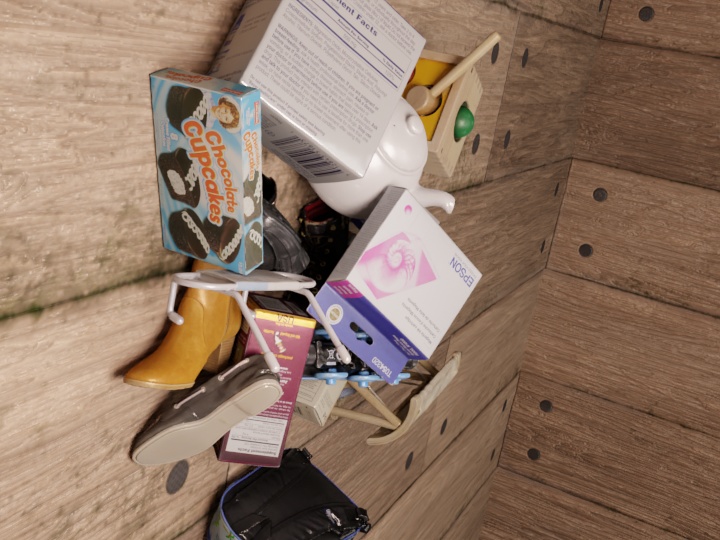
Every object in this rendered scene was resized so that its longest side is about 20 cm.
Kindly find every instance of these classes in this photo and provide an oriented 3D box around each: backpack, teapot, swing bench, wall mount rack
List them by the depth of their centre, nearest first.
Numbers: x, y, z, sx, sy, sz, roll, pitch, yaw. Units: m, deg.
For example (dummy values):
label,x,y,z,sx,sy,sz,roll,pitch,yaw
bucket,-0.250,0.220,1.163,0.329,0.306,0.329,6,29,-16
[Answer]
label,x,y,z,sx,sy,sz,roll,pitch,yaw
wall mount rack,-0.107,0.046,0.916,0.200,0.173,0.075,-1,104,-53
teapot,0.020,-0.176,1.138,0.200,0.146,0.198,17,61,-42
backpack,-0.123,0.388,1.246,0.200,0.183,0.147,-19,144,-52
swing bench,0.037,0.185,1.423,0.199,0.200,0.130,-31,143,-58

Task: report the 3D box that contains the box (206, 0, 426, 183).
label,x,y,z,sx,sy,sz,roll,pitch,yaw
box,-0.052,-0.233,0.962,0.184,0.105,0.201,35,71,-32

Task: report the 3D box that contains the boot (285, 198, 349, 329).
label,x,y,z,sx,sy,sz,roll,pitch,yaw
boot,-0.067,-0.009,1.230,0.200,0.073,0.151,-44,143,-48

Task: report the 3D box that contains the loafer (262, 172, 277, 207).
label,x,y,z,sx,sy,sz,roll,pitch,yaw
loafer,-0.134,-0.082,1.022,0.073,0.071,0.200,-65,156,-19

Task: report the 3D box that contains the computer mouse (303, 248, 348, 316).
label,x,y,z,sx,sy,sz,roll,pitch,yaw
computer mouse,0.000,0.000,1.199,0.141,0.046,0.200,-49,161,25

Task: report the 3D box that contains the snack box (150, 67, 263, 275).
label,x,y,z,sx,sy,sz,roll,pitch,yaw
snack box,-0.160,-0.103,0.890,0.037,0.116,0.201,-41,141,-50

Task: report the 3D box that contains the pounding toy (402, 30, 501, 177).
label,x,y,z,sx,sy,sz,roll,pitch,yaw
pounding toy,0.101,-0.261,1.276,0.185,0.199,0.142,-69,157,-9

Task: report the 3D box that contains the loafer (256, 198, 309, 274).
label,x,y,z,sx,sy,sz,roll,pitch,yaw
loafer,-0.109,-0.027,1.007,0.070,0.068,0.201,-39,164,-6

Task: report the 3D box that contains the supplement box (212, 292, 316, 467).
label,x,y,z,sx,sy,sz,roll,pitch,yaw
supplement box,-0.134,0.140,1.101,0.110,0.085,0.201,-150,-107,-68

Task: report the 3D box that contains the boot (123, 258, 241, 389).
label,x,y,z,sx,sy,sz,roll,pitch,yaw
boot,-0.202,0.056,0.985,0.201,0.071,0.145,-9,108,-69

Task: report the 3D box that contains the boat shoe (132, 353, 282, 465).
label,x,y,z,sx,sy,sz,roll,pitch,yaw
boat shoe,-0.186,0.168,1.016,0.200,0.057,0.067,-29,136,3

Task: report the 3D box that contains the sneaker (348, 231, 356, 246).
label,x,y,z,sx,sy,sz,roll,pitch,yaw
sneaker,0.017,0.016,1.408,0.078,0.082,0.200,-61,148,-25

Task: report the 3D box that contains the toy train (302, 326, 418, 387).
label,x,y,z,sx,sy,sz,roll,pitch,yaw
toy train,-0.015,0.121,1.188,0.199,0.114,0.087,5,81,-34

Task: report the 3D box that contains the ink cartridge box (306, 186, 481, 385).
label,x,y,z,sx,sy,sz,roll,pitch,yaw
ink cartridge box,0.052,0.027,1.110,0.196,0.043,0.200,44,72,-36

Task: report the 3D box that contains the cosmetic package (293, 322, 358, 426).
label,x,y,z,sx,sy,sz,roll,pitch,yaw
cosmetic package,-0.062,0.125,1.299,0.200,0.103,0.073,-59,156,-27

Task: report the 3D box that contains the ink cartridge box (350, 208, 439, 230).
label,x,y,z,sx,sy,sz,roll,pitch,yaw
ink cartridge box,0.049,-0.070,1.278,0.039,0.099,0.200,-46,176,27
